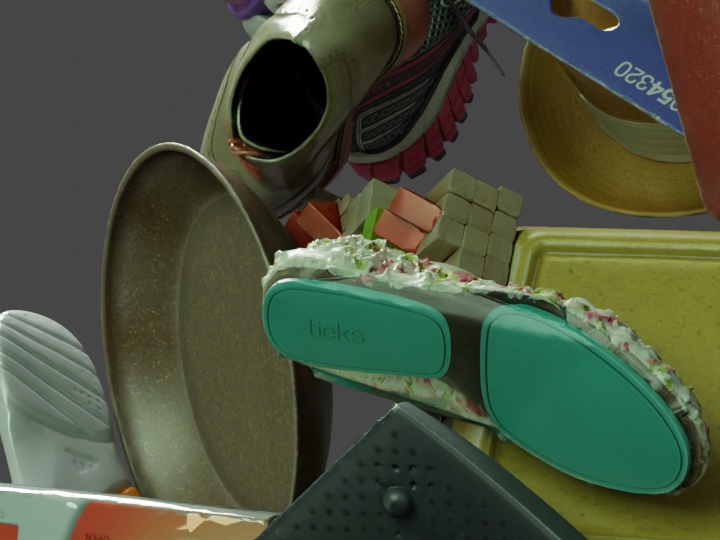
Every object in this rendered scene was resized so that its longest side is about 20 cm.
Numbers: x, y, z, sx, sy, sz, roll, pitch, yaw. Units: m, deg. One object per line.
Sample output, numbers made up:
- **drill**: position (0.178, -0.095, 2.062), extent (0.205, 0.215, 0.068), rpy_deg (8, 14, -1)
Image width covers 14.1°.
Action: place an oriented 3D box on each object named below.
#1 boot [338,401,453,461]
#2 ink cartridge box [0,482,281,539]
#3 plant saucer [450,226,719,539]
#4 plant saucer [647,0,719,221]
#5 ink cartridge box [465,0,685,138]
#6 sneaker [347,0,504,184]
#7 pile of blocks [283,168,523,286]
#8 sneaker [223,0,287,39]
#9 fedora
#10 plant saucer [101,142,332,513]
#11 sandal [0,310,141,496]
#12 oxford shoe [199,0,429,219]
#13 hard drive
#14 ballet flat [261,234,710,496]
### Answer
- **boot**: position (0.024, 0.134, 1.213), extent (0.200, 0.070, 0.146), rpy_deg (-46, 41, -2)
- **ink cartridge box**: position (-0.110, 0.195, 1.224), extent (0.161, 0.050, 0.202), rpy_deg (4, 82, 26)
- **plant saucer**: position (0.123, 0.058, 1.144), extent (0.199, 0.049, 0.201), rpy_deg (2, 57, 20)
- **plant saucer**: position (0.206, -0.133, 1.129), extent (0.198, 0.037, 0.201), rpy_deg (-10, 75, -14)
- **ink cartridge box**: position (0.136, -0.168, 1.211), extent (0.200, 0.043, 0.196), rpy_deg (-41, 54, -20)
- **sneaker**: position (0.034, -0.143, 1.377), extent (0.080, 0.075, 0.201), rpy_deg (5, 65, 41)
- **pile of blocks**: position (0.000, 0.000, 1.257), extent (0.083, 0.062, 0.200), rpy_deg (-69, 17, -11)
- **sneaker**: position (-0.033, -0.200, 1.409), extent (0.200, 0.088, 0.081), rpy_deg (-53, 25, 33)
- **fedora**: position (0.142, -0.119, 1.267), extent (0.200, 0.082, 0.202), rpy_deg (-20, 53, 28)
- **plant saucer**: position (-0.060, 0.041, 1.297), extent (0.200, 0.036, 0.202), rpy_deg (29, 124, 56)
- **sandal**: position (-0.141, 0.116, 1.347), extent (0.059, 0.079, 0.208), rpy_deg (-45, 48, 36)
- **oxford shoe**: position (-0.042, -0.070, 1.294), extent (0.075, 0.070, 0.200), rpy_deg (-40, -10, -36)
- **hard drive**: position (0.049, 0.150, 1.095), extent (0.135, 0.200, 0.042), rpy_deg (-44, 4, 24)
- **ballet flat**: position (0.054, 0.026, 1.122), extent (0.199, 0.076, 0.064), rpy_deg (21, 32, 24)
